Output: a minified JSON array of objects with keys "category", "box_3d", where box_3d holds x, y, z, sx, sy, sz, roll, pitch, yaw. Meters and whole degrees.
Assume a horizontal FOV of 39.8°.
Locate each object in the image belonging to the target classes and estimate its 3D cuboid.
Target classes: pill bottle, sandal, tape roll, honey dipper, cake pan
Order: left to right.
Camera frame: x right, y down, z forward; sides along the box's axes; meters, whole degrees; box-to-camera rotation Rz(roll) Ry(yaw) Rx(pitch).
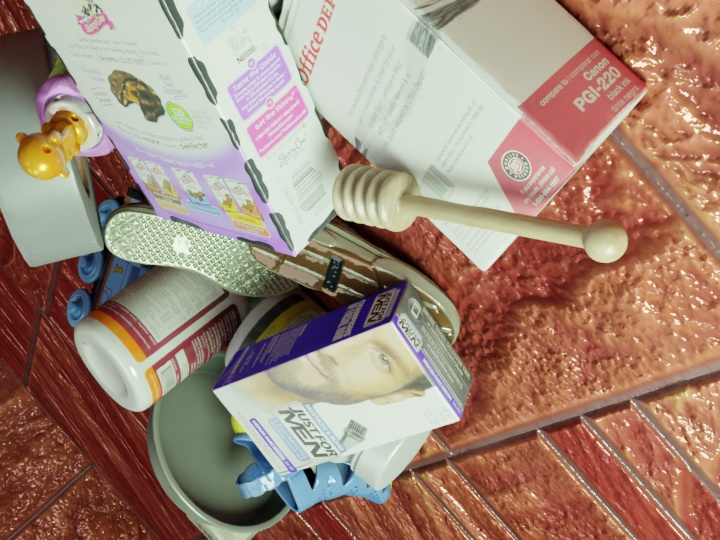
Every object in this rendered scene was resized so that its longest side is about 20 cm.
[{"category":"tape roll","box_3d":[-0.285,-0.108,0.880,0.200,0.066,0.202,166,90,-81]},{"category":"pill bottle","box_3d":[-0.181,0.043,1.013,0.109,0.200,0.110,33,145,27]},{"category":"cake pan","box_3d":[-0.146,0.184,1.064,0.037,0.200,0.201,-31,101,37]},{"category":"sandal","box_3d":[-0.057,0.215,1.049,0.199,0.088,0.079,24,158,-22]},{"category":"pill bottle","box_3d":[-0.029,0.117,0.990,0.200,0.114,0.115,38,151,19]},{"category":"honey dipper","box_3d":[0.062,-0.030,0.570,0.199,0.038,0.038,17,140,44]}]

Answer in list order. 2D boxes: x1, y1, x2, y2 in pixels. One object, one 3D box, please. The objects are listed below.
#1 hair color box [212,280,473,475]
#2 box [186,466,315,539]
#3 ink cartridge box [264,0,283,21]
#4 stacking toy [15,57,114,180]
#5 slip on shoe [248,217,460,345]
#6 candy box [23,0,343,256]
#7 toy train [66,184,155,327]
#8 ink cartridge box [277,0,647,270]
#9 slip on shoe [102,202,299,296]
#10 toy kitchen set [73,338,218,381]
[{"category":"hair color box","box_3d":[-0.017,0.098,0.856,0.199,0.065,0.110,-24,112,30]},{"category":"box","box_3d":[-0.107,0.234,1.158,0.082,0.200,0.068,43,155,11]},{"category":"ink cartridge box","box_3d":[-0.105,-0.224,0.687,0.146,0.087,0.200,51,151,-6]},{"category":"stacking toy","box_3d":[-0.204,-0.130,0.763,0.116,0.201,0.110,42,131,-18]},{"category":"slip on shoe","box_3d":[0.000,0.000,0.862,0.199,0.061,0.076,25,129,5]},{"category":"candy box","box_3d":[-0.115,-0.119,0.668,0.167,0.072,0.201,17,143,42]},{"category":"toy train","box_3d":[-0.259,0.006,1.114,0.114,0.201,0.086,22,-175,40]},{"category":"ink cartridge box","box_3d":[0.049,-0.119,0.603,0.200,0.085,0.146,43,153,5]},{"category":"slip on shoe","box_3d":[-0.148,-0.026,0.960,0.198,0.075,0.061,13,-165,-17]},{"category":"toy kitchen set","box_3d":[-0.201,0.081,1.232,0.199,0.164,0.180,27,174,35]}]
